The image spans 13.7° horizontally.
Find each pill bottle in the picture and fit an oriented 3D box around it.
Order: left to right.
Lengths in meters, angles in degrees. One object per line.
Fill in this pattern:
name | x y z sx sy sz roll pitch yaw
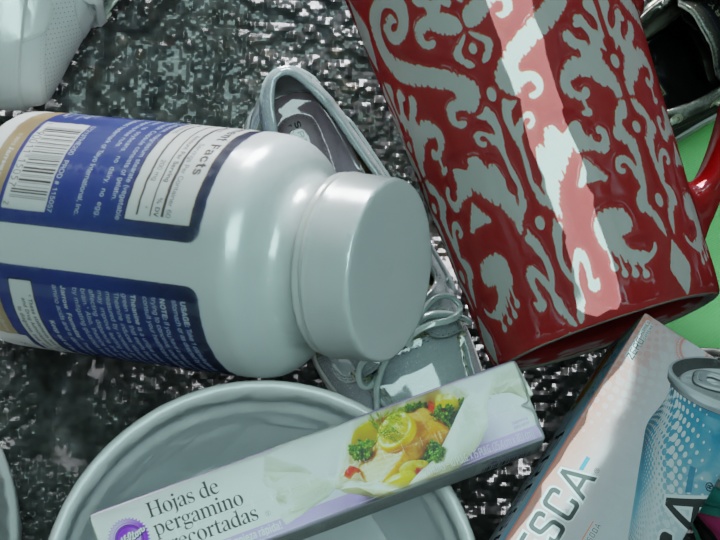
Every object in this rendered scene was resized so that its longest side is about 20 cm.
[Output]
pill bottle | -0.074 -0.011 1.356 0.199 0.111 0.111 7 75 28

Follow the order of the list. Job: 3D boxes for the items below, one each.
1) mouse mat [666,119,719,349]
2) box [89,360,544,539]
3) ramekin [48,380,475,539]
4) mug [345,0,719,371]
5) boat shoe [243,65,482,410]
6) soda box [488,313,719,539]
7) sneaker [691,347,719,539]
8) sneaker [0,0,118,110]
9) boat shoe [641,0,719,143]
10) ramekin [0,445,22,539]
mouse mat | 0.225 -0.032 1.459 0.199 0.008 0.162 5 77 -1
box | -0.018 0.092 1.299 0.199 0.041 0.039 -20 77 -5
ramekin | -0.044 0.158 1.357 0.199 0.105 0.201 0 76 -1
mug | 0.098 -0.072 1.338 0.177 0.133 0.201 -20 81 11
boat shoe | 0.001 -0.001 1.415 0.074 0.065 0.203 -22 79 -6
soda box | 0.094 0.122 1.288 0.068 0.064 0.200 33 76 0
sneaker | 0.212 0.130 1.362 0.084 0.121 0.200 -39 52 -9
sneaker | -0.105 -0.162 1.446 0.115 0.074 0.201 14 76 5
boat shoe | 0.173 -0.110 1.441 0.200 0.064 0.071 -37 80 -9
ramekin | -0.260 0.116 1.366 0.201 0.094 0.203 0 77 -1
